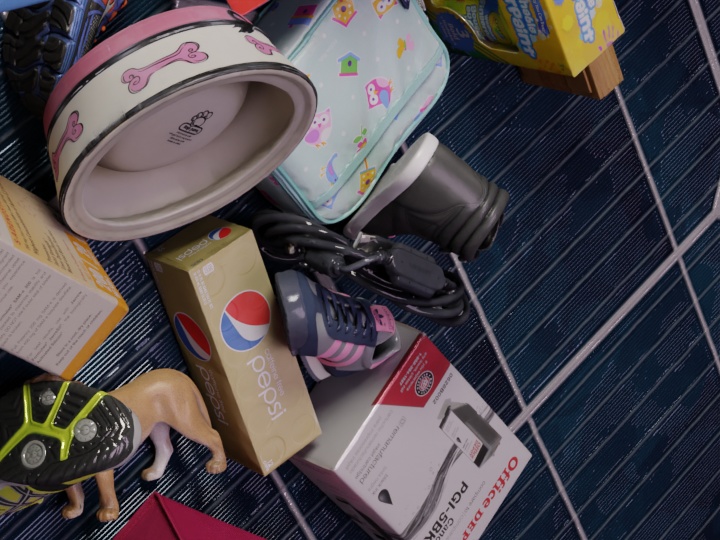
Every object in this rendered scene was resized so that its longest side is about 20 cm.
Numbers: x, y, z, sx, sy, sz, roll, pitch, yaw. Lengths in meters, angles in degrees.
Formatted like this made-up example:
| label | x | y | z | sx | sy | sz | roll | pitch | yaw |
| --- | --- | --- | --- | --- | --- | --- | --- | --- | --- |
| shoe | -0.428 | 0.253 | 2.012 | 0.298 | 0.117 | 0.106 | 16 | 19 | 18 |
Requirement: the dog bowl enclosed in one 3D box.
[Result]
| label | x | y | z | sx | sy | sz | roll | pitch | yaw |
| --- | --- | --- | --- | --- | --- | --- | --- | --- | --- |
| dog bowl | -0.134 | -0.107 | 1.279 | 0.200 | 0.074 | 0.200 | -26 | 159 | -11 |

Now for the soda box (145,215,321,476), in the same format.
| label | x | y | z | sx | sy | sz | roll | pitch | yaw |
| --- | --- | --- | --- | --- | --- | --- | --- | --- | --- |
| soda box | -0.099 | 0.061 | 1.442 | 0.068 | 0.064 | 0.201 | -35 | 122 | -29 |

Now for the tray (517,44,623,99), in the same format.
| label | x | y | z | sx | sy | sz | roll | pitch | yaw |
| --- | --- | --- | --- | --- | --- | --- | --- | --- | --- |
| tray | 0.152 | -0.244 | 1.549 | 0.037 | 0.098 | 0.200 | -40 | 125 | -24 |

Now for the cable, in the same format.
| label | x | y | z | sx | sy | sz | roll | pitch | yaw |
| --- | --- | --- | --- | --- | --- | --- | --- | --- | --- |
| cable | 0.000 | 0.000 | 1.446 | 0.200 | 0.163 | 0.051 | 19 | 85 | -54 |

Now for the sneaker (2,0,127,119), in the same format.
| label | x | y | z | sx | sy | sz | roll | pitch | yaw |
| --- | --- | --- | --- | --- | --- | --- | --- | --- | --- |
| sneaker | -0.189 | -0.200 | 1.283 | 0.078 | 0.075 | 0.201 | 18 | 92 | -46 |

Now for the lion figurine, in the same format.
| label | x | y | z | sx | sy | sz | roll | pitch | yaw |
| --- | --- | --- | --- | --- | --- | --- | --- | --- | --- |
| lion figurine | -0.182 | 0.117 | 1.393 | 0.200 | 0.072 | 0.123 | -23 | 110 | -50 |

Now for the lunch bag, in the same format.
| label | x | y | z | sx | sy | sz | roll | pitch | yaw |
| --- | --- | --- | --- | --- | --- | --- | --- | --- | --- |
| lunch bag | -0.019 | -0.146 | 1.443 | 0.200 | 0.077 | 0.161 | -52 | 129 | -16 |

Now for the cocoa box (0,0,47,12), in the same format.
| label | x | y | z | sx | sy | sz | roll | pitch | yaw |
| --- | --- | --- | --- | --- | --- | --- | --- | --- | --- |
| cocoa box | -0.264 | -0.235 | 1.118 | 0.133 | 0.200 | 0.132 | -22 | 117 | -36 |

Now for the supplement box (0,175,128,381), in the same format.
| label | x | y | z | sx | sy | sz | roll | pitch | yaw |
| --- | --- | --- | --- | --- | --- | --- | --- | --- | --- |
| supplement box | -0.266 | -0.020 | 1.220 | 0.074 | 0.126 | 0.200 | -49 | 134 | 10 |

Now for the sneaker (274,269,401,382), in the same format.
| label | x | y | z | sx | sy | sz | roll | pitch | yaw |
| --- | --- | --- | --- | --- | --- | --- | --- | --- | --- |
| sneaker | -0.017 | 0.037 | 1.438 | 0.200 | 0.082 | 0.070 | 54 | 25 | -75 |

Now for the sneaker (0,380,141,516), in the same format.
| label | x | y | z | sx | sy | sz | roll | pitch | yaw |
| --- | --- | --- | --- | --- | --- | --- | --- | --- | --- |
| sneaker | -0.236 | 0.130 | 1.279 | 0.076 | 0.199 | 0.076 | 36 | 46 | -56 |

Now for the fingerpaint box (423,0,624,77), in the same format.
| label | x | y | z | sx | sy | sz | roll | pitch | yaw |
| --- | --- | --- | --- | --- | --- | --- | --- | --- | --- |
| fingerpaint box | 0.104 | -0.265 | 1.456 | 0.073 | 0.167 | 0.200 | -42 | 127 | -24 |

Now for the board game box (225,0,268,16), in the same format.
| label | x | y | z | sx | sy | sz | roll | pitch | yaw |
| --- | --- | --- | --- | --- | --- | --- | --- | --- | --- |
| board game box | -0.055 | -0.314 | 1.277 | 0.200 | 0.056 | 0.196 | -31 | 104 | 4 |

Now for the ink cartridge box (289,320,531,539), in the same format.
| label | x | y | z | sx | sy | sz | roll | pitch | yaw |
| --- | --- | --- | --- | --- | --- | --- | --- | --- | --- |
| ink cartridge box | 0.043 | 0.157 | 1.581 | 0.147 | 0.083 | 0.200 | -56 | 130 | -15 |

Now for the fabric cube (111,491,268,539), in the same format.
| label | x | y | z | sx | sy | sz | roll | pitch | yaw |
| --- | --- | --- | --- | --- | --- | --- | --- | --- | --- |
| fabric cube | -0.112 | 0.326 | 1.382 | 0.196 | 0.200 | 0.199 | -48 | 133 | 10 |

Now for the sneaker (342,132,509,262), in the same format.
| label | x | y | z | sx | sy | sz | roll | pitch | yaw |
| --- | --- | --- | --- | --- | --- | --- | --- | --- | --- |
| sneaker | 0.053 | -0.040 | 1.450 | 0.099 | 0.200 | 0.071 | 36 | 70 | -6 |
